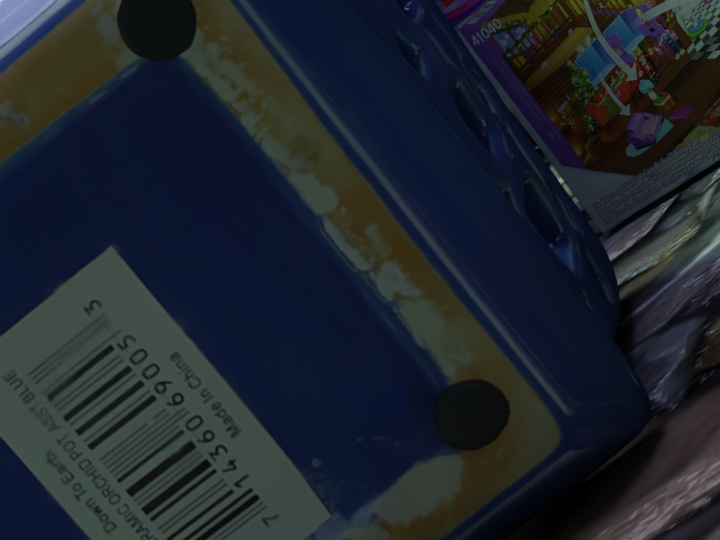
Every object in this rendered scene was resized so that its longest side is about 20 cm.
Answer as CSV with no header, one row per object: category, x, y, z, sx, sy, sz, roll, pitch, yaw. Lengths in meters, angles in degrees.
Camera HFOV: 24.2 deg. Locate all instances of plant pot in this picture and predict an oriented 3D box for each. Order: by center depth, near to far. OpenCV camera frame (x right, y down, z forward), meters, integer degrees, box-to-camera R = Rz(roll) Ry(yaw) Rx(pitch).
plant pot,-0.049,0.005,0.437,0.199,0.201,0.180,-37,12,8

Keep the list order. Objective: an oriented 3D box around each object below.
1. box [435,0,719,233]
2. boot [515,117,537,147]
box,0.121,-0.119,0.577,0.199,0.137,0.039,-34,7,38
boot,0.029,-0.057,0.974,0.076,0.199,0.157,13,87,46
